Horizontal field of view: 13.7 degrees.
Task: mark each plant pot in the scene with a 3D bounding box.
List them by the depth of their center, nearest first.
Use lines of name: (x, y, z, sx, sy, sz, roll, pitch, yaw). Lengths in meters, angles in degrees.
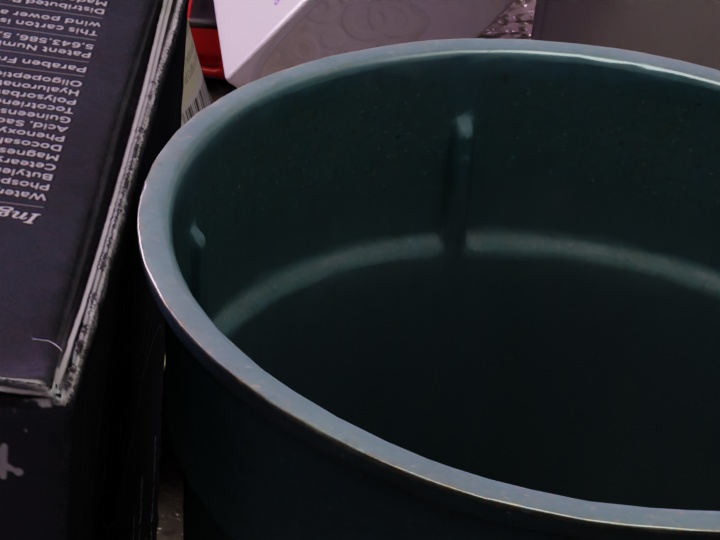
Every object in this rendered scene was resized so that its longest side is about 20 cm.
plant pot: (0.040, 0.079, 0.679, 0.200, 0.196, 0.200, 6, 31, -4)

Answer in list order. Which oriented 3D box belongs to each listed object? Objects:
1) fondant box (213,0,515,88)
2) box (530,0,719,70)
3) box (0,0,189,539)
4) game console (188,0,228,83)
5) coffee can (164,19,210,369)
fondant box: (0.012, -0.149, 1.056, 0.058, 0.144, 0.200, 36, 23, -28)
box: (0.163, -0.085, 1.076, 0.199, 0.107, 0.152, 10, 30, 4)
box: (-0.113, 0.053, 0.684, 0.124, 0.200, 0.197, 5, 30, -1)
game console: (-0.063, -0.127, 1.178, 0.176, 0.031, 0.200, 4, 30, 0)
coffee can: (-0.123, -0.072, 0.857, 0.146, 0.200, 0.146, -12, 22, 5)
